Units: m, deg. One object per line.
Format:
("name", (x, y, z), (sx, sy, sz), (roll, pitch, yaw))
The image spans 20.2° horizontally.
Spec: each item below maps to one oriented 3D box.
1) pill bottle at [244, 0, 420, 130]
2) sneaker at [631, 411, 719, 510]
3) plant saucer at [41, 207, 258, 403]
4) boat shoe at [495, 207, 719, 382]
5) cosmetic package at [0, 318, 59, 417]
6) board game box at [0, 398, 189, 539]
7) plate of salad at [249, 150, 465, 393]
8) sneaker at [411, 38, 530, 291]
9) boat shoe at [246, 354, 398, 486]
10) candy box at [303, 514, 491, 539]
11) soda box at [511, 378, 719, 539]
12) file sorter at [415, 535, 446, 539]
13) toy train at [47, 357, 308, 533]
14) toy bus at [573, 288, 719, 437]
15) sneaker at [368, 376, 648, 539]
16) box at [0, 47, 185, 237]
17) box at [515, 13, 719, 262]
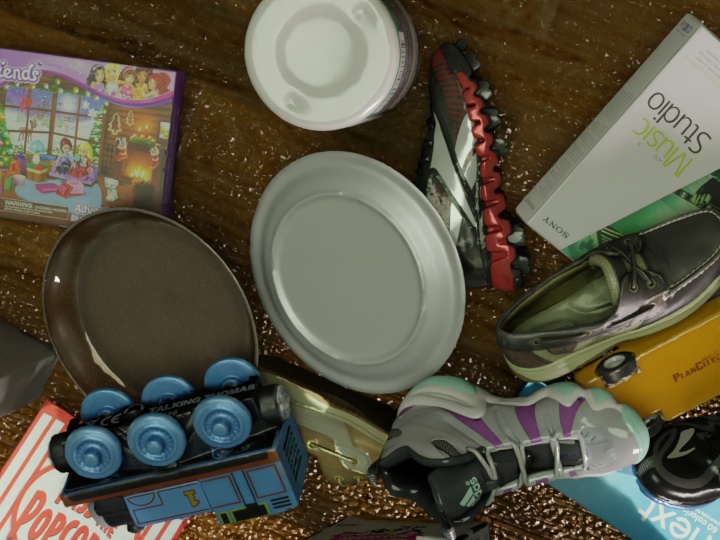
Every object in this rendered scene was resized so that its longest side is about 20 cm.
("pill bottle", (-0.015, -0.164, 1.513), (0.113, 0.200, 0.114), (1, 96, 8))
("sneaker", (0.295, 0.124, 1.529), (0.199, 0.083, 0.071), (-13, 61, -16))
("plant saucer", (-0.163, 0.039, 1.610), (0.199, 0.032, 0.201), (12, 118, 24))
("boat shoe", (0.191, 0.013, 1.504), (0.200, 0.066, 0.072), (-31, 60, 6))
("cosmetic package", (-0.305, 0.076, 1.580), (0.082, 0.200, 0.051), (30, 98, 4))
("board game box", (-0.244, 0.227, 1.626), (0.151, 0.046, 0.200), (32, 81, -5))
("plate of salad", (0.000, 0.000, 1.589), (0.199, 0.048, 0.201), (13, 115, 29))
("sneaker", (0.070, -0.076, 1.575), (0.097, 0.071, 0.201), (-11, 96, 7))
("boat shoe", (-0.011, 0.136, 1.614), (0.199, 0.074, 0.067), (26, 102, 15))
("candy box", (-0.003, 0.242, 1.535), (0.136, 0.200, 0.061), (-2, 99, 33))
("soda box", (0.202, 0.158, 1.585), (0.200, 0.064, 0.068), (33, 99, 3))
("file sorter", (0.144, 0.276, 1.503), (0.138, 0.200, 0.125), (2, 79, 37))
("toy train", (-0.140, 0.143, 1.560), (0.199, 0.087, 0.115), (-14, 114, 13))
("toy bus", (0.259, 0.055, 1.539), (0.199, 0.078, 0.065), (-28, 111, 1))
("sneaker", (0.101, 0.148, 1.475), (0.199, 0.140, 0.078), (0, 123, 30))
("box", (-0.248, -0.106, 1.634), (0.199, 0.039, 0.138), (8, 97, 7))
("box", (0.236, -0.075, 1.543), (0.144, 0.036, 0.200), (36, 102, -23))
